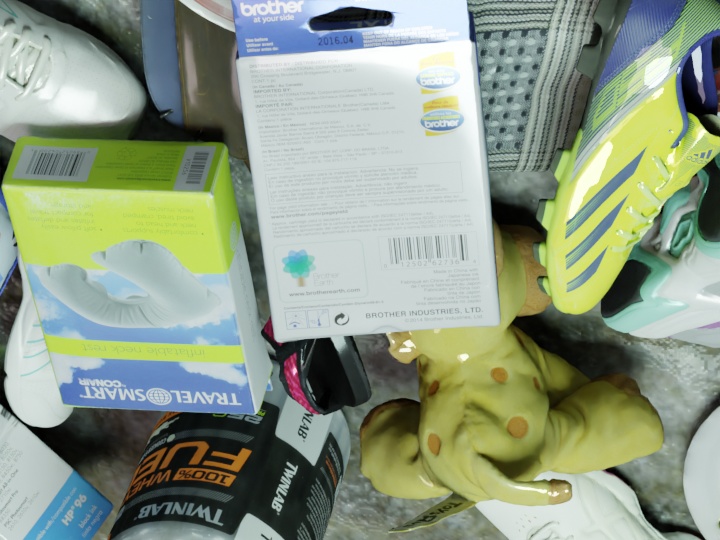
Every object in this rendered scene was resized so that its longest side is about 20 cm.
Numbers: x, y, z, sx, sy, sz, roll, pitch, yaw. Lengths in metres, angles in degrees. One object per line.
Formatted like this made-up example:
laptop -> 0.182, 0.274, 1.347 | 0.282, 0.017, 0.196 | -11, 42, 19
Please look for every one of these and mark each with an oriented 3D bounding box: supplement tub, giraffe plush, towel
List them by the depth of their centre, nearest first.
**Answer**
towel -> 0.063, -0.124, 1.249 | 0.192, 0.035, 0.200 | 2, 134, -15
giraffe plush -> 0.062, 0.041, 1.373 | 0.172, 0.200, 0.163 | -7, 98, 28
supplement tub -> -0.084, 0.156, 1.468 | 0.122, 0.200, 0.123 | 8, 131, 9

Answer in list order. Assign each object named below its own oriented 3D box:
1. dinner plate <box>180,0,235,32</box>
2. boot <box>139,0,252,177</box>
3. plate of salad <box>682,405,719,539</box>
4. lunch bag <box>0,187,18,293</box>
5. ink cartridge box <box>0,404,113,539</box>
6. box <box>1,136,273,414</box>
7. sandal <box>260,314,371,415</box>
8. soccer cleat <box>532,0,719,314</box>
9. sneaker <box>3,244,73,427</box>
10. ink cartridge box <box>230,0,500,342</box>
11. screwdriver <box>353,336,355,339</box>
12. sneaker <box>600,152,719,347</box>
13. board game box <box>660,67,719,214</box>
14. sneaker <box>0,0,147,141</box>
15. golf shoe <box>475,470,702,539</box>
dinner plate -> -0.025, -0.208, 1.224 | 0.200, 0.024, 0.200 | -3, 119, -6
boot -> -0.063, -0.088, 1.348 | 0.097, 0.075, 0.200 | 10, 123, 22
plate of salad -> 0.289, 0.138, 1.444 | 0.200, 0.048, 0.200 | 9, 131, 10
lunch bag -> -0.295, -0.002, 1.395 | 0.124, 0.170, 0.200 | 13, 161, 49
ink cartridge box -> -0.265, 0.109, 1.542 | 0.200, 0.068, 0.116 | 45, 156, -23
box -> -0.122, 0.013, 1.377 | 0.122, 0.048, 0.200 | 2, 136, 11
sandal -> -0.030, 0.052, 1.393 | 0.045, 0.075, 0.200 | -19, 170, -9
soccer cleat -> 0.142, -0.056, 1.247 | 0.084, 0.065, 0.200 | 18, 121, 10
sneaker -> -0.167, 0.025, 1.470 | 0.080, 0.070, 0.200 | 14, 132, 1
ink cartridge box -> 0.004, -0.059, 1.229 | 0.119, 0.042, 0.200 | -4, 124, 5
screwdriver -> 0.000, 0.000, 1.341 | 0.029, 0.028, 0.200 | 13, 144, 13
sneaker -> 0.230, -0.012, 1.298 | 0.140, 0.078, 0.200 | 15, 154, -19
board game box -> 0.233, -0.079, 1.276 | 0.200, 0.019, 0.103 | -18, 137, 29
sneaker -> -0.210, -0.120, 1.328 | 0.200, 0.080, 0.071 | 25, 89, -9
golf shoe -> 0.147, 0.180, 1.495 | 0.200, 0.092, 0.075 | 32, 133, -9
